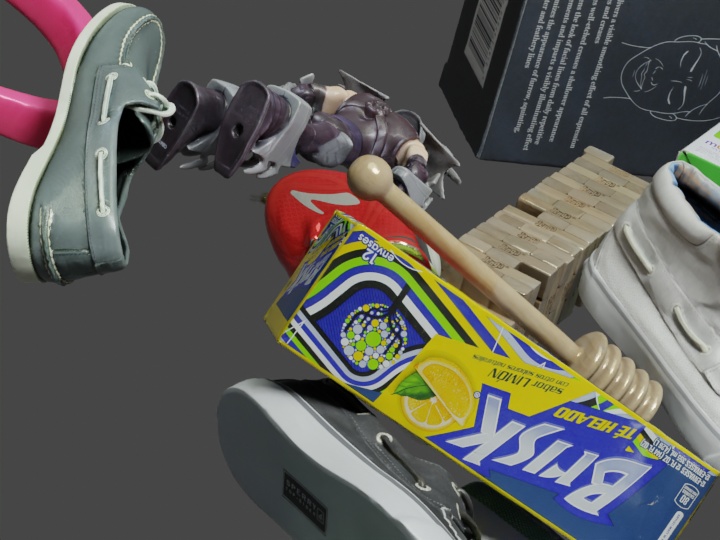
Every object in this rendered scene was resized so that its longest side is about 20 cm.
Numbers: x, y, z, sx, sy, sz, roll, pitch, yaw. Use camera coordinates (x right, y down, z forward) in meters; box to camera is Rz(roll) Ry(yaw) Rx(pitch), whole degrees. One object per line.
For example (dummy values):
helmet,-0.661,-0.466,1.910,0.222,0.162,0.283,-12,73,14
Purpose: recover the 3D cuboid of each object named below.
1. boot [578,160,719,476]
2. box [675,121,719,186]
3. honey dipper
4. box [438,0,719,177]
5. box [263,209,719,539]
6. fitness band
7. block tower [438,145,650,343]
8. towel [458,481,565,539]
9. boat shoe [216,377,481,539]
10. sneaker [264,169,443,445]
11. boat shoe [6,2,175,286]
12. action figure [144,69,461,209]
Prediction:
boot,0.196,0.034,1.006,0.073,0.096,0.200,-10,49,-45
box,0.296,-0.020,1.164,0.200,0.097,0.176,27,32,20
honey dipper,0.070,0.010,0.979,0.200,0.038,0.038,42,27,-15
box,0.172,-0.150,1.269,0.200,0.149,0.107,5,32,-17
box,0.057,0.056,0.878,0.200,0.064,0.070,34,1,-11
fitness band,-0.210,-0.139,1.149,0.143,0.037,0.200,20,26,-32
block tower,0.103,-0.008,1.099,0.058,0.054,0.200,28,33,19
towel,0.032,0.163,0.820,0.200,0.031,0.149,-19,42,-41
boat shoe,0.014,0.104,0.823,0.066,0.070,0.200,-12,31,-32
sneaker,0.000,0.000,0.987,0.085,0.077,0.200,40,8,-44
boat shoe,-0.128,-0.069,1.046,0.062,0.073,0.200,1,44,15
action figure,-0.025,-0.076,1.138,0.130,0.069,0.200,28,16,37
